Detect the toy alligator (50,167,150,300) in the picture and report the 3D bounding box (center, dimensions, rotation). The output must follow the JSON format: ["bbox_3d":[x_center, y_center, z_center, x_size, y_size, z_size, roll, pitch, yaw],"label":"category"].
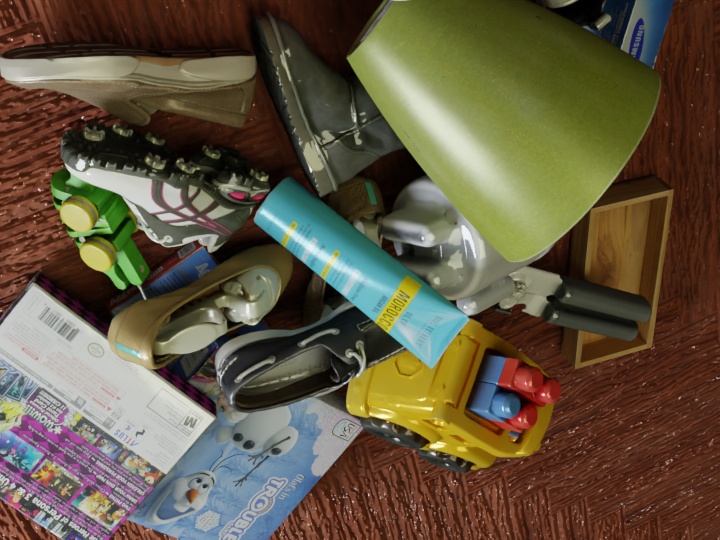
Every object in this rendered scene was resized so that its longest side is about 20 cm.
[{"bbox_3d":[-0.214,-0.025,0.978,0.054,0.059,0.201,4,133,25],"label":"toy alligator"}]

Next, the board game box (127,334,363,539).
[{"bbox_3d":[-0.127,0.174,1.127,0.198,0.043,0.200,31,105,-37],"label":"board game box"}]

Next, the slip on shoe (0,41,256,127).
[{"bbox_3d":[-0.175,-0.141,0.906,0.199,0.076,0.061,-6,112,-31],"label":"slip on shoe"}]

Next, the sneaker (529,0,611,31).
[{"bbox_3d":[0.144,-0.267,0.942,0.079,0.130,0.200,-36,129,-2],"label":"sneaker"}]

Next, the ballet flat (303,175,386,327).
[{"bbox_3d":[-0.009,0.012,1.085,0.067,0.072,0.201,-1,121,-25],"label":"ballet flat"}]

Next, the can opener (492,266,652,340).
[{"bbox_3d":[0.202,0.022,1.179,0.199,0.067,0.053,15,124,-21],"label":"can opener"}]

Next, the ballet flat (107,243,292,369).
[{"bbox_3d":[-0.121,0.036,1.011,0.199,0.063,0.069,-28,128,-35],"label":"ballet flat"}]

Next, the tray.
[{"bbox_3d":[0.269,0.003,1.238,0.098,0.037,0.201,-13,124,-17],"label":"tray"}]

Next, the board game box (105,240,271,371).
[{"bbox_3d":[-0.138,0.067,1.092,0.103,0.019,0.200,-34,129,0],"label":"board game box"}]

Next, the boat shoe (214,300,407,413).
[{"bbox_3d":[-0.029,0.076,1.036,0.198,0.060,0.074,-12,125,-11],"label":"boat shoe"}]

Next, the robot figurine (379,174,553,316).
[{"bbox_3d":[0.107,-0.046,1.059,0.199,0.112,0.171,-24,119,-39],"label":"robot figurine"}]

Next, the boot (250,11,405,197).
[{"bbox_3d":[0.023,-0.172,0.984,0.199,0.073,0.183,-27,128,-6],"label":"boot"}]

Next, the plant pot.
[{"bbox_3d":[0.094,-0.140,0.908,0.199,0.187,0.188,36,102,-12],"label":"plant pot"}]

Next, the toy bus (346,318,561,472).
[{"bbox_3d":[0.118,0.120,1.121,0.200,0.191,0.137,34,70,-39],"label":"toy bus"}]

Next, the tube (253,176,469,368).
[{"bbox_3d":[0.000,0.000,1.004,0.050,0.200,0.078,-47,173,-38],"label":"tube"}]

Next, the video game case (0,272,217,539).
[{"bbox_3d":[-0.257,0.130,1.023,0.200,0.036,0.181,38,100,-17],"label":"video game case"}]

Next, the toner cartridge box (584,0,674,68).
[{"bbox_3d":[0.237,-0.275,1.005,0.043,0.095,0.201,-1,120,-24],"label":"toner cartridge box"}]

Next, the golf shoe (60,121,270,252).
[{"bbox_3d":[-0.158,-0.059,0.936,0.199,0.077,0.088,10,116,-50],"label":"golf shoe"}]
